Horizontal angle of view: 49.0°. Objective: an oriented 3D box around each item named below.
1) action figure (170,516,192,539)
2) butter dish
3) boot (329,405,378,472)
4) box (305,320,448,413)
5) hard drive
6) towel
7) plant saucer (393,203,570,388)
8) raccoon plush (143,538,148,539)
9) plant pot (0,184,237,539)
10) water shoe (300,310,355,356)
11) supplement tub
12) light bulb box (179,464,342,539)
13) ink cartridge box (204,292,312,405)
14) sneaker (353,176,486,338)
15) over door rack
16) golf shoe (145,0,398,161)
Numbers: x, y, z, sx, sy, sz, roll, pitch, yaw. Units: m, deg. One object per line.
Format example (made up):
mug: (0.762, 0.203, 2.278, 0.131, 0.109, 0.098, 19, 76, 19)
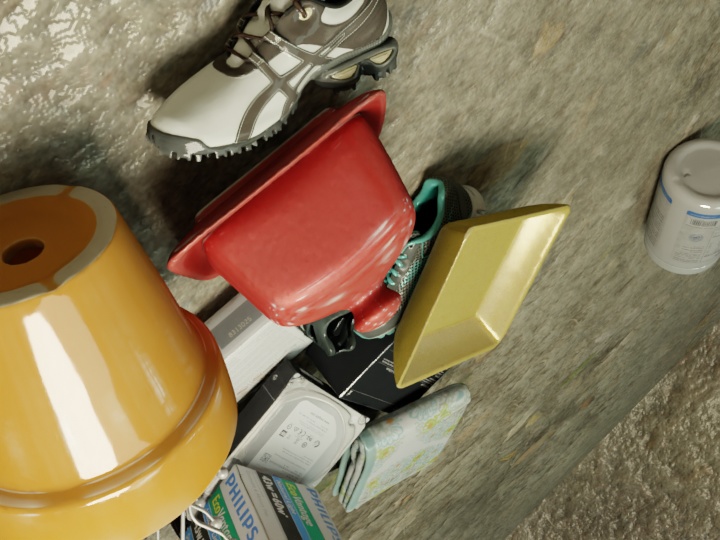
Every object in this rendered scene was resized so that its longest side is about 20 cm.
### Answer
action figure: (-0.144, 0.240, 0.957, 0.199, 0.069, 0.131, -26, 143, -31)
butter dish: (-0.026, -0.018, 0.621, 0.199, 0.148, 0.200, -40, 177, -4)
boot: (0.005, 0.217, 1.103, 0.199, 0.068, 0.131, -1, 132, -48)
box: (0.042, 0.096, 0.972, 0.141, 0.079, 0.200, -47, 152, 4)
hard drive: (-0.097, 0.211, 0.890, 0.200, 0.038, 0.140, -49, 130, 1)
towel: (0.050, 0.235, 1.057, 0.170, 0.048, 0.201, -24, 151, -29)
plant saucer: (0.119, 0.014, 0.843, 0.199, 0.048, 0.202, -14, 134, -47)
raccoon plush: (-0.260, 0.218, 0.701, 0.096, 0.135, 0.200, -23, 141, 19)
plant pot: (-0.198, 0.053, 0.529, 0.199, 0.200, 0.185, -28, 133, -23)
water shoe: (0.000, 0.000, 0.789, 0.071, 0.079, 0.201, -13, 141, -41)
supplement tub: (0.526, -0.097, 1.241, 0.131, 0.132, 0.201, -35, 152, -11)
light bulb box: (-0.109, 0.348, 0.805, 0.124, 0.198, 0.201, 29, 102, -37)
ink cartridge box: (-0.135, 0.096, 0.815, 0.162, 0.050, 0.200, -41, 169, -3)
sneaker: (0.044, -0.019, 0.833, 0.201, 0.077, 0.091, -54, 146, 4)
over door rack: (-0.170, 0.267, 0.756, 0.066, 0.147, 0.203, 12, 86, -23)
golf shoe: (-0.064, -0.149, 0.529, 0.199, 0.078, 0.095, -36, 141, -24)
